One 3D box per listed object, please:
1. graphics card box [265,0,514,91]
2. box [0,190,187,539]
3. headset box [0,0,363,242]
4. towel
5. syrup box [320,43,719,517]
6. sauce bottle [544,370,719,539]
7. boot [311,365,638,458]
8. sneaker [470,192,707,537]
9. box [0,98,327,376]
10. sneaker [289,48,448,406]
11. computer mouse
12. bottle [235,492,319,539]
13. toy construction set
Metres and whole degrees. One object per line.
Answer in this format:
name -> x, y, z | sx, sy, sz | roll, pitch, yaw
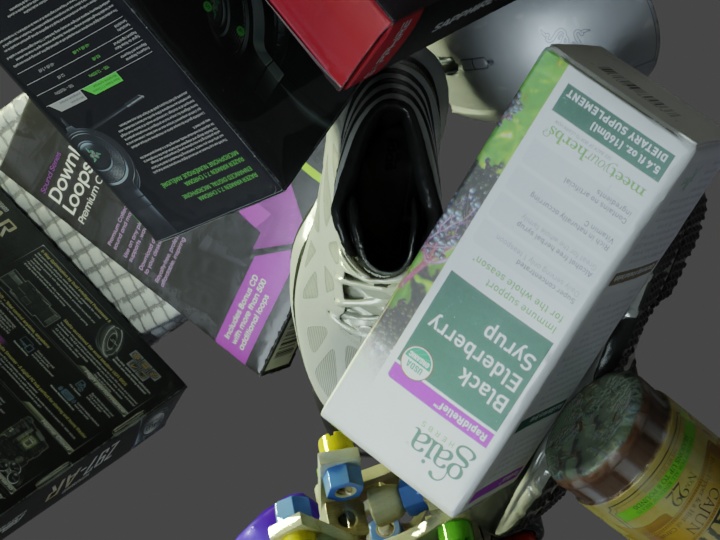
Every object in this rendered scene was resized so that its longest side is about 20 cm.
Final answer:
graphics card box -> 0.029, -0.166, 0.885 | 0.126, 0.200, 0.051 | 51, 139, 11
box -> -0.220, 0.041, 1.167 | 0.200, 0.160, 0.044 | 45, 136, 10
headset box -> -0.075, -0.138, 0.915 | 0.093, 0.174, 0.200 | -20, 119, 45
towel -> -0.164, -0.027, 1.255 | 0.200, 0.086, 0.166 | -28, 94, 48
syrup box -> 0.074, 0.004, 0.928 | 0.079, 0.081, 0.200 | 37, 108, 16
sauce bottle -> 0.175, 0.124, 0.969 | 0.200, 0.065, 0.065 | 36, 144, -20
boot -> 0.035, 0.013, 1.090 | 0.200, 0.068, 0.189 | -11, 102, 46
sneaker -> 0.093, 0.034, 1.007 | 0.080, 0.074, 0.200 | 27, 106, 17
box -> -0.090, -0.060, 1.104 | 0.200, 0.036, 0.143 | 37, 116, 21
sneaker -> 0.000, 0.000, 0.992 | 0.075, 0.115, 0.201 | 6, 114, 2
computer mouse -> 0.056, -0.106, 1.014 | 0.200, 0.044, 0.110 | -9, 105, 47
bottle -> -0.001, 0.230, 1.257 | 0.200, 0.065, 0.084 | 50, 138, 10
toy construction set -> 0.031, 0.142, 1.111 | 0.200, 0.131, 0.092 | 65, -170, -71
